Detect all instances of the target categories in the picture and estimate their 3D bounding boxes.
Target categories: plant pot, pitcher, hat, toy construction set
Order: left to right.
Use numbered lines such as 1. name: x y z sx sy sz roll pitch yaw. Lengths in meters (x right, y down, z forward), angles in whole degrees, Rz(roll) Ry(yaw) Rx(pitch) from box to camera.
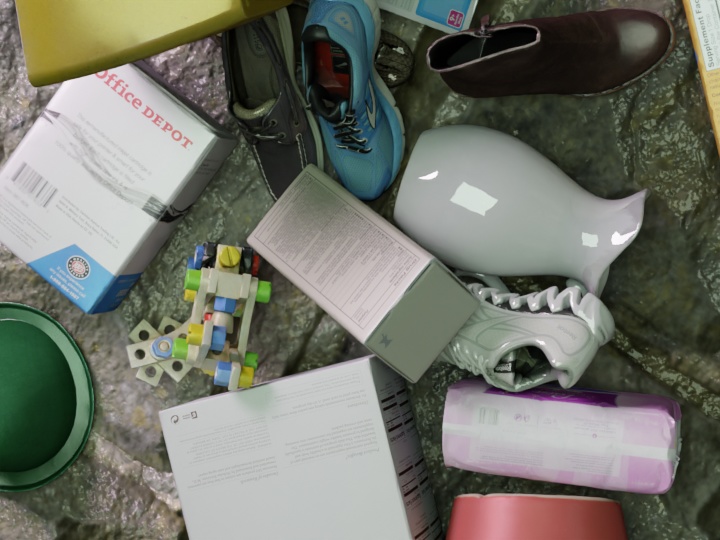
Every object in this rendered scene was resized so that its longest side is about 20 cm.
1. hat: -0.337 0.130 1.709 0.165 0.176 0.201 -22 87 11
2. plant pot: -0.160 -0.266 1.553 0.175 0.200 0.201 -4 102 16
3. toy construction set: -0.132 0.045 1.679 0.092 0.200 0.132 11 79 -24
4. pitcher: 0.127 -0.026 1.654 0.199 0.121 0.172 20 117 6
5. plant pot: 0.146 0.279 1.619 0.199 0.200 0.179 0 80 11

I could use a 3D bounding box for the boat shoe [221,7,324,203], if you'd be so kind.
1. boat shoe: -0.084 -0.144 1.689 0.072 0.065 0.201 -1 109 28

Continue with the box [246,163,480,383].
1. box: 0.000 0.000 1.631 0.095 0.078 0.200 -49 42 0

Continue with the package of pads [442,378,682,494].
1. package of pads: 0.171 0.137 1.636 0.199 0.120 0.076 6 92 11

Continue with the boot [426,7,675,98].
1. boot: 0.160 -0.181 1.609 0.199 0.166 0.073 -10 89 11

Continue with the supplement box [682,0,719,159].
1. supplement box: 0.321 -0.156 1.629 0.068 0.067 0.201 -11 88 14

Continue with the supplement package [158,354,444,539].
1. supplement package: -0.044 0.189 1.667 0.190 0.147 0.201 -14 88 11

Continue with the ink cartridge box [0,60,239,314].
1. ink cartridge box: -0.226 -0.083 1.731 0.144 0.084 0.200 39 98 8

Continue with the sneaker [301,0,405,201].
1. sneaker: -0.020 -0.142 1.656 0.078 0.090 0.201 2 125 24

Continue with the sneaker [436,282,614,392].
1. sneaker: 0.111 0.060 1.620 0.199 0.075 0.081 -2 46 38

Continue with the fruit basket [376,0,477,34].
1. fruit basket: 0.033 -0.319 1.672 0.199 0.094 0.186 23 95 14

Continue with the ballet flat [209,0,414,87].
1. ballet flat: -0.048 -0.205 1.712 0.199 0.046 0.068 19 95 10
